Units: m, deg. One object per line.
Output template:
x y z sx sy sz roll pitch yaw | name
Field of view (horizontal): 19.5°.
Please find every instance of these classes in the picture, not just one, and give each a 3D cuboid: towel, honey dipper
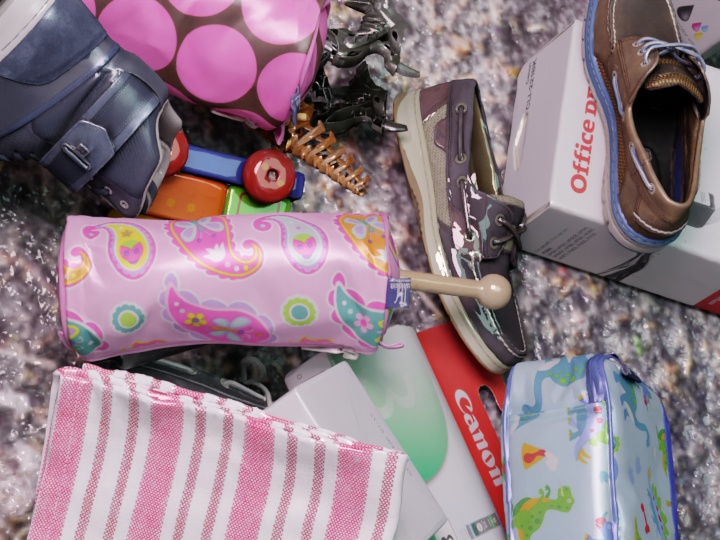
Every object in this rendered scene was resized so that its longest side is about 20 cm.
-0.083 0.141 1.105 0.199 0.030 0.147 14 99 14 | towel
0.000 0.000 1.280 0.199 0.038 0.038 6 70 -17 | honey dipper

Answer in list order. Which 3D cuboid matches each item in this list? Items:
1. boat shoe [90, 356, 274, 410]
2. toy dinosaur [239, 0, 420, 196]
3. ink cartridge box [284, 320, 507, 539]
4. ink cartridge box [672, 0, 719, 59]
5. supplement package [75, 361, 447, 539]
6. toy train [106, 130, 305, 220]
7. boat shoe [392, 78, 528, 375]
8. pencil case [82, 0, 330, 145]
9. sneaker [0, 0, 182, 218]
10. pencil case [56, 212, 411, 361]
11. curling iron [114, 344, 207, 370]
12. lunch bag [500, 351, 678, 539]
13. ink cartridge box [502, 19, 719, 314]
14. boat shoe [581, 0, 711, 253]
-0.078 0.095 1.276 0.198 0.074 0.068 16 47 -24 | boat shoe
-0.042 -0.120 1.345 0.135 0.102 0.201 -11 71 -25 | toy dinosaur
0.058 0.109 1.298 0.199 0.050 0.162 -16 79 -48 | ink cartridge box
0.271 -0.259 1.468 0.146 0.200 0.147 -32 86 -28 | ink cartridge box
-0.070 0.157 1.176 0.200 0.109 0.114 -35 86 15 | supplement package
-0.141 -0.032 1.292 0.199 0.085 0.117 13 82 -18 | toy train
0.077 -0.033 1.375 0.072 0.065 0.201 20 51 -64 | boat shoe
-0.120 -0.150 1.248 0.199 0.094 0.091 20 29 -4 | pencil case
-0.197 -0.067 1.226 0.146 0.202 0.077 41 33 -19 | sneaker
-0.073 0.009 1.195 0.199 0.088 0.088 0 71 -4 | pencil case
-0.061 0.033 1.268 0.199 0.026 0.050 -11 75 -38 | curling iron
0.149 0.158 1.306 0.082 0.161 0.201 -9 69 21 | lunch bag
0.206 -0.068 1.441 0.199 0.084 0.145 16 67 -15 | ink cartridge box
0.195 -0.116 1.365 0.072 0.072 0.201 2 70 -21 | boat shoe
